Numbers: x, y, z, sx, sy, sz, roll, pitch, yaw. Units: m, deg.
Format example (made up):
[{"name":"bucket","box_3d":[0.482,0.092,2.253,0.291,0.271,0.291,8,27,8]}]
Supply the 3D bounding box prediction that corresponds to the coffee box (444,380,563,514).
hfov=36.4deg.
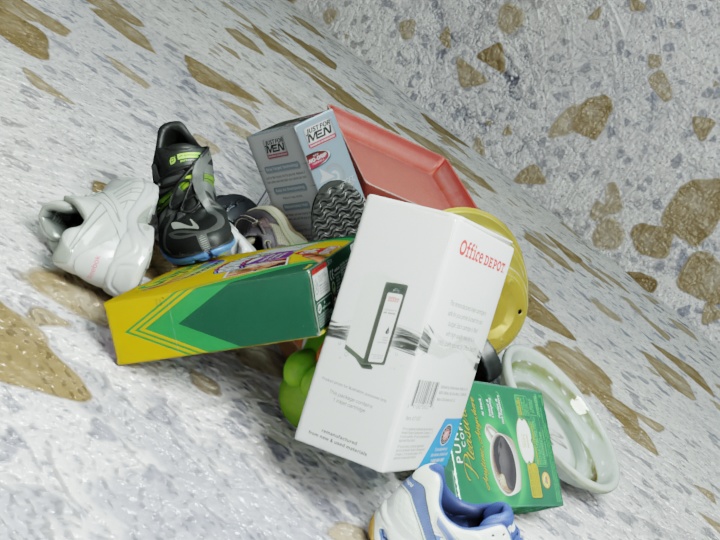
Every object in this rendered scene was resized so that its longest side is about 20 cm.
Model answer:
[{"name":"coffee box","box_3d":[0.121,0.170,1.047,0.200,0.044,0.123,13,63,-52]}]

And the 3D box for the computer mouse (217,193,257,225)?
[{"name":"computer mouse","box_3d":[-0.169,-0.069,1.281,0.059,0.034,0.200,38,16,9]}]

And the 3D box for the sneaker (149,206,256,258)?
[{"name":"sneaker","box_3d":[-0.135,-0.018,1.118,0.082,0.075,0.200,14,25,-49]}]

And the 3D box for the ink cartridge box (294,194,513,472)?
[{"name":"ink cartridge box","box_3d":[0.040,0.053,0.883,0.084,0.201,0.146,16,-1,26]}]

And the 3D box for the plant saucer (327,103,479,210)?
[{"name":"plant saucer","box_3d":[0.053,-0.114,1.371,0.200,0.037,0.200,22,26,-30]}]

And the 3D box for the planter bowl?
[{"name":"planter bowl","box_3d":[0.124,0.036,1.220,0.200,0.201,0.083,26,1,-29]}]

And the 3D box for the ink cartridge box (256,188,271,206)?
[{"name":"ink cartridge box","box_3d":[-0.043,-0.097,1.431,0.200,0.137,0.076,36,15,3]}]

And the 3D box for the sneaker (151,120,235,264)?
[{"name":"sneaker","box_3d":[-0.170,-0.076,1.054,0.071,0.083,0.200,-15,41,-8]}]

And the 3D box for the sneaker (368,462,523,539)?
[{"name":"sneaker","box_3d":[0.106,0.232,0.856,0.200,0.088,0.075,35,14,-3]}]

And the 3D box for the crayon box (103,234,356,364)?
[{"name":"crayon box","box_3d":[-0.096,0.020,0.937,0.172,0.058,0.200,-8,8,13]}]

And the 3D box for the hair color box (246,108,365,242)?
[{"name":"hair color box","box_3d":[-0.046,-0.071,1.223,0.061,0.201,0.099,-30,17,-35]}]

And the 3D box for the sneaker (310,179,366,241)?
[{"name":"sneaker","box_3d":[0.000,0.000,1.151,0.090,0.070,0.201,-119,-175,-82]}]

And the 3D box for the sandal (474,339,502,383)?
[{"name":"sandal","box_3d":[0.107,0.099,1.138,0.075,0.048,0.200,58,-21,2]}]

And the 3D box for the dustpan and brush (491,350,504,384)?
[{"name":"dustpan and brush","box_3d":[0.146,0.114,1.335,0.139,0.057,0.201,14,55,-50]}]

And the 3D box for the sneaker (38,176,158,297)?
[{"name":"sneaker","box_3d":[-0.240,-0.048,0.998,0.099,0.078,0.200,21,16,-19]}]

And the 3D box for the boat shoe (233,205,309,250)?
[{"name":"boat shoe","box_3d":[-0.105,-0.020,1.196,0.065,0.072,0.200,-10,26,-25]}]

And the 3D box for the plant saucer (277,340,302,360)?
[{"name":"plant saucer","box_3d":[-0.006,0.102,1.115,0.200,0.032,0.200,32,16,-11]}]

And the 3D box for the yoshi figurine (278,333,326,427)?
[{"name":"yoshi figurine","box_3d":[-0.011,0.082,0.995,0.112,0.112,0.200,-1,14,34]}]

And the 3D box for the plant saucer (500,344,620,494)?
[{"name":"plant saucer","box_3d":[0.219,0.179,1.270,0.200,0.050,0.200,40,25,-23]}]
